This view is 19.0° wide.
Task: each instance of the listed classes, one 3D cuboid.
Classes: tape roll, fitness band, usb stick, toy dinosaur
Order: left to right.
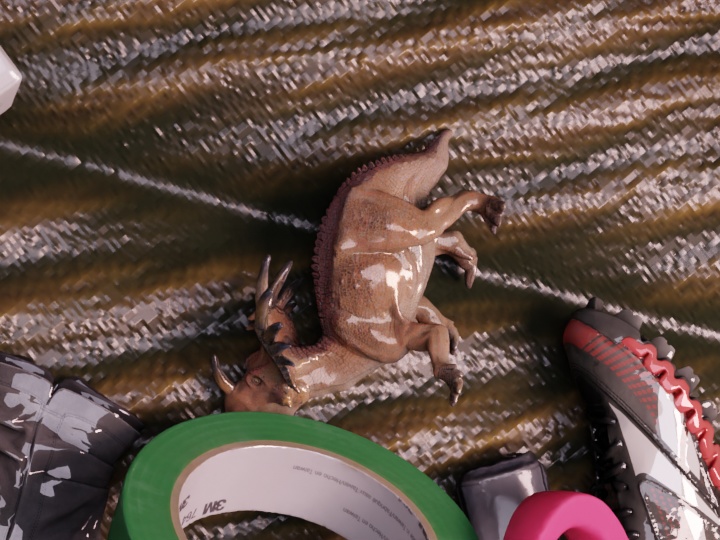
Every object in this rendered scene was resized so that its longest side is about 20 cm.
[{"bbox_3d":[-0.033,0.153,1.124,0.199,0.201,0.048,13,120,-11],"label":"tape roll"},{"bbox_3d":[0.000,0.000,1.205,0.135,0.086,0.202,16,80,-4],"label":"toy dinosaur"},{"bbox_3d":[0.101,0.205,1.241,0.055,0.033,0.202,-14,91,-14],"label":"usb stick"},{"bbox_3d":[0.118,0.215,1.172,0.144,0.037,0.201,-50,129,-43],"label":"fitness band"}]

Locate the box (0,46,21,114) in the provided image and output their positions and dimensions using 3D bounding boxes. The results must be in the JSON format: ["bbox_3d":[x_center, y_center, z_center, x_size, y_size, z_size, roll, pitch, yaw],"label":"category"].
[{"bbox_3d":[-0.313,-0.117,1.117,0.198,0.131,0.201,-36,95,-11],"label":"box"}]

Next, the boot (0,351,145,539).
[{"bbox_3d":[-0.151,0.135,1.177,0.199,0.070,0.132,34,77,-13],"label":"boot"}]

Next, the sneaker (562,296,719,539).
[{"bbox_3d":[0.164,0.116,1.237,0.098,0.071,0.201,-33,96,-13],"label":"sneaker"}]
